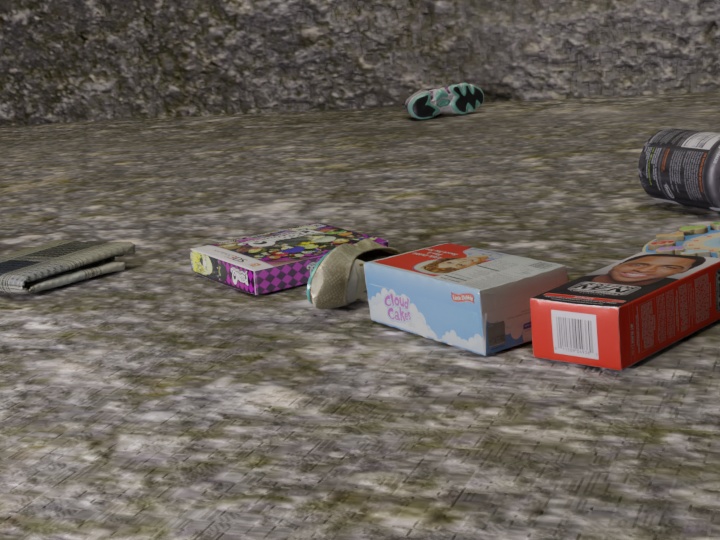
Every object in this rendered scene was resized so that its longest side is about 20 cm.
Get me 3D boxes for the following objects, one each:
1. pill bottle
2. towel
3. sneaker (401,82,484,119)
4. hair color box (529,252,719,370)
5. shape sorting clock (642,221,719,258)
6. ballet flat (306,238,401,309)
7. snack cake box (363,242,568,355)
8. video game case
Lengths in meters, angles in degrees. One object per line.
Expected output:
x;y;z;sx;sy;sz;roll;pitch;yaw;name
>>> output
0.485;-0.137;1.761;0.105;0.108;0.200;-11;15;-25;pill bottle
-0.430;-0.003;1.733;0.191;0.035;0.199;2;17;41;towel
0.198;-0.428;3.176;0.198;0.079;0.140;-8;14;-14;sneaker
0.259;0.035;1.215;0.101;0.062;0.199;6;16;42;hair color box
0.430;-0.034;1.490;0.197;0.040;0.200;-5;13;1;shape sorting clock
0.000;0.000;1.463;0.062;0.068;0.200;9;17;17;ballet flat
0.106;0.025;1.305;0.114;0.068;0.199;-15;16;-30;snack cake box
-0.092;-0.018;1.632;0.198;0.036;0.181;-13;17;-31;video game case
